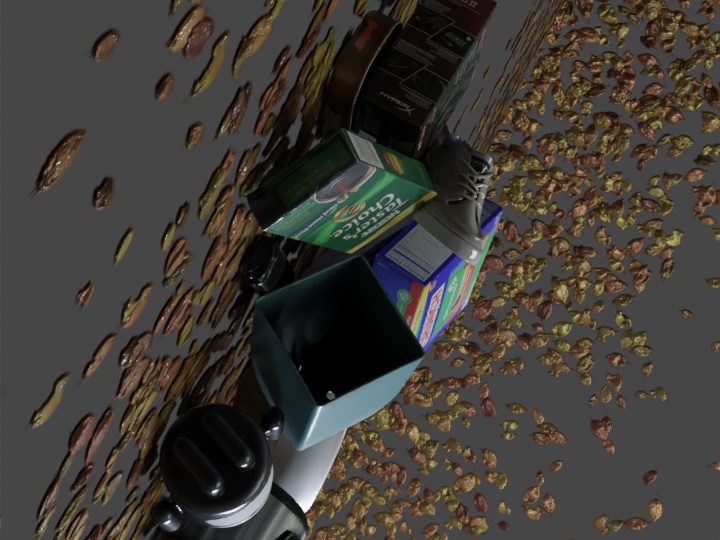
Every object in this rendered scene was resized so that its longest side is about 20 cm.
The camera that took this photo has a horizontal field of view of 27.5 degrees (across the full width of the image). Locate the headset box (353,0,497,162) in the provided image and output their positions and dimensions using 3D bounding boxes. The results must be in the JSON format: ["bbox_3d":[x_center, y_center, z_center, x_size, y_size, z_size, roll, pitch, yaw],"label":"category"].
[{"bbox_3d":[0.069,-0.205,1.575,0.201,0.077,0.149,-58,173,-25],"label":"headset box"}]

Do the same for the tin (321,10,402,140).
[{"bbox_3d":[0.000,-0.198,1.558,0.112,0.042,0.200,-55,172,-20],"label":"tin"}]

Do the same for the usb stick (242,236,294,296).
[{"bbox_3d":[-0.099,0.004,1.624,0.200,0.032,0.056,71,41,-80],"label":"usb stick"}]

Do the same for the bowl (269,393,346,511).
[{"bbox_3d":[-0.096,0.201,1.986,0.201,0.074,0.200,-64,-151,27],"label":"bowl"}]

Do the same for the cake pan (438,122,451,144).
[{"bbox_3d":[0.081,-0.132,1.925,0.036,0.201,0.201,-14,155,-15],"label":"cake pan"}]

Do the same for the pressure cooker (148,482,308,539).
[{"bbox_3d":[-0.178,0.359,1.833,0.178,0.176,0.201,-27,-154,57],"label":"pressure cooker"}]

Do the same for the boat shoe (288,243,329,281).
[{"bbox_3d":[-0.071,0.021,1.785,0.072,0.059,0.201,-31,152,-37],"label":"boat shoe"}]

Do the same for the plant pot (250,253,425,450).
[{"bbox_3d":[-0.040,0.110,1.664,0.141,0.142,0.200,-24,158,-23],"label":"plant pot"}]

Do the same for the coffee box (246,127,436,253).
[{"bbox_3d":[-0.014,-0.075,1.461,0.123,0.044,0.200,-34,162,17],"label":"coffee box"}]

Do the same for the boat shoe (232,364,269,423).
[{"bbox_3d":[-0.102,0.126,1.903,0.201,0.073,0.063,-62,171,-8],"label":"boat shoe"}]

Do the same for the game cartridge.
[{"bbox_3d":[0.000,0.000,1.759,0.200,0.042,0.134,-34,158,-35],"label":"game cartridge"}]

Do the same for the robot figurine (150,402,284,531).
[{"bbox_3d":[-0.156,0.219,1.635,0.200,0.149,0.126,95,-8,-72],"label":"robot figurine"}]

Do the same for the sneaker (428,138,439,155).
[{"bbox_3d":[-0.006,-0.097,1.692,0.200,0.084,0.121,-35,180,-42],"label":"sneaker"}]

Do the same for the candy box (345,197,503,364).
[{"bbox_3d":[0.076,0.014,1.755,0.200,0.077,0.170,-42,157,-45],"label":"candy box"}]

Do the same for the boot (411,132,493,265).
[{"bbox_3d":[0.104,-0.085,1.560,0.096,0.073,0.200,-52,-153,12],"label":"boot"}]
